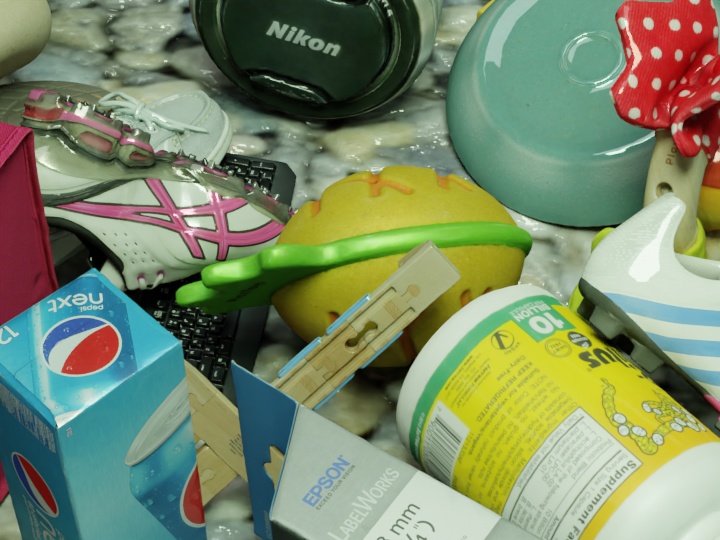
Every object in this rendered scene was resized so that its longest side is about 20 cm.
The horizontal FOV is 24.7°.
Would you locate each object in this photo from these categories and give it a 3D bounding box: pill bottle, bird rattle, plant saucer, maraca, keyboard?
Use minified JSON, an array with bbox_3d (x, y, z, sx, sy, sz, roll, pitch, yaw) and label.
[{"bbox_3d":[0.118,0.106,0.804,0.112,0.114,0.200,-28,52,-25],"label":"pill bottle"},{"bbox_3d":[0.182,-0.058,0.920,0.112,0.203,0.163,5,15,29],"label":"bird rattle"},{"bbox_3d":[0.147,-0.124,1.030,0.198,0.036,0.202,-7,63,13],"label":"plant saucer"},{"bbox_3d":[0.000,0.000,0.893,0.198,0.137,0.108,-6,75,-25],"label":"maraca"},{"bbox_3d":[-0.101,-0.008,0.966,0.103,0.040,0.201,5,45,4],"label":"keyboard"}]

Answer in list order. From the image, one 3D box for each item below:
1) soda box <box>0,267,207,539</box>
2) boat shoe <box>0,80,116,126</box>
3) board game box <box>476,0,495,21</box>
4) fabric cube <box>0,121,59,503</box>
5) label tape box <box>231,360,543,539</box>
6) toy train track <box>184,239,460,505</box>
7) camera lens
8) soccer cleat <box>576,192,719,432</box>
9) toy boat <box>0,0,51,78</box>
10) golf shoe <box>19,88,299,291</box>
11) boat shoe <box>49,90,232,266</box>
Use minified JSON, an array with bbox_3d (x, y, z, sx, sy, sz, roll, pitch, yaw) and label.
[{"bbox_3d":[-0.116,0.100,0.749,0.068,0.201,0.064,-35,55,-29],"label":"soda box"},{"bbox_3d":[-0.227,-0.058,0.995,0.075,0.073,0.199,23,38,34],"label":"boat shoe"},{"bbox_3d":[0.197,-0.179,1.129,0.152,0.041,0.200,31,54,26],"label":"board game box"},{"bbox_3d":[-0.282,0.033,0.815,0.197,0.201,0.197,17,47,17],"label":"fabric cube"},{"bbox_3d":[0.007,0.148,0.742,0.199,0.145,0.063,27,53,24],"label":"label tape box"},{"bbox_3d":[-0.031,0.056,0.840,0.200,0.115,0.033,-41,16,12],"label":"toy train track"},{"bbox_3d":[-0.018,-0.213,1.078,0.158,0.161,0.201,7,46,7],"label":"camera lens"},{"bbox_3d":[0.200,0.043,0.828,0.199,0.087,0.070,39,5,-13],"label":"soccer cleat"},{"bbox_3d":[-0.282,-0.164,1.006,0.199,0.132,0.130,-5,24,47],"label":"toy boat"},{"bbox_3d":[-0.113,-0.026,0.920,0.199,0.093,0.072,23,-2,-32],"label":"golf shoe"},{"bbox_3d":[-0.158,-0.061,0.962,0.201,0.065,0.074,-31,38,-31],"label":"boat shoe"}]
